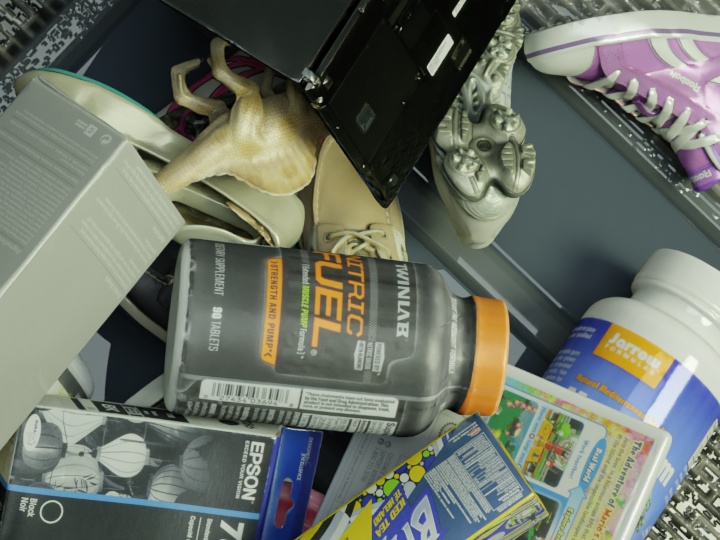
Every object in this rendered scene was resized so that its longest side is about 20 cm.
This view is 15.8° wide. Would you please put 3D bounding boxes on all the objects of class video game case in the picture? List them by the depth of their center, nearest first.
[{"bbox_3d":[0.068,0.156,1.576,0.181,0.024,0.201,23,81,15],"label":"video game case"}]

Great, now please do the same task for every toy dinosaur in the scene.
[{"bbox_3d":[-0.072,-0.087,1.556,0.199,0.058,0.102,-20,82,-26],"label":"toy dinosaur"}]

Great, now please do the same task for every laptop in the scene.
[{"bbox_3d":[-0.015,-0.172,1.567,0.103,0.200,0.178,18,68,36],"label":"laptop"}]

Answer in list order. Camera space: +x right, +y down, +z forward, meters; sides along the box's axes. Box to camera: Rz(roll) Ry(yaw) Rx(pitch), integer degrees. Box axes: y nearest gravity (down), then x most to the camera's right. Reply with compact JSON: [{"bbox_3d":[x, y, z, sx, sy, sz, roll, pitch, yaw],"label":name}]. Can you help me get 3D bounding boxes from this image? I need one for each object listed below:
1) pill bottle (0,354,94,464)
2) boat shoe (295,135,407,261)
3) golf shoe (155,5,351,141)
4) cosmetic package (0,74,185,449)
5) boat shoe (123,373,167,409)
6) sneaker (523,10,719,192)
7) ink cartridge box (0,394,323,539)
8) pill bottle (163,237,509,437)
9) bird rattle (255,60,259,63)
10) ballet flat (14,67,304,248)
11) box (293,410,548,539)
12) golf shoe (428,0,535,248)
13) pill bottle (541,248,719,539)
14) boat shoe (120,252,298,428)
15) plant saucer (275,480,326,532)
[{"bbox_3d":[-0.263,0.102,1.556,0.112,0.112,0.200,45,76,-3],"label":"pill bottle"},{"bbox_3d":[0.000,0.000,1.654,0.072,0.065,0.201,-2,82,-13],"label":"boat shoe"},{"bbox_3d":[-0.059,-0.109,1.661,0.199,0.092,0.073,-23,121,1],"label":"golf shoe"},{"bbox_3d":[-0.201,0.006,1.463,0.090,0.107,0.200,35,76,28],"label":"cosmetic package"},{"bbox_3d":[-0.162,0.138,1.590,0.200,0.076,0.060,-40,79,-14],"label":"boat shoe"},{"bbox_3d":[0.202,-0.111,1.705,0.199,0.073,0.115,1,86,-21],"label":"sneaker"},{"bbox_3d":[-0.118,0.134,1.542,0.199,0.039,0.100,7,99,-21],"label":"ink cartridge box"},{"bbox_3d":[-0.013,0.042,1.541,0.199,0.106,0.107,6,81,-8],"label":"pill bottle"},{"bbox_3d":[-0.039,-0.230,1.658,0.200,0.113,0.163,-44,54,-14],"label":"bird rattle"},{"bbox_3d":[-0.128,-0.057,1.588,0.199,0.069,0.070,25,77,-7],"label":"ballet flat"},{"bbox_3d":[0.010,0.171,1.534,0.200,0.070,0.064,-35,71,1],"label":"box"},{"bbox_3d":[0.066,-0.106,1.683,0.078,0.097,0.201,2,54,-5],"label":"golf shoe"},{"bbox_3d":[0.169,0.089,1.656,0.112,0.112,0.200,36,77,-5],"label":"pill bottle"},{"bbox_3d":[-0.098,0.019,1.617,0.063,0.073,0.200,-43,97,15],"label":"boat shoe"},{"bbox_3d":[-0.070,0.231,1.613,0.199,0.051,0.202,2,81,-13],"label":"plant saucer"}]
